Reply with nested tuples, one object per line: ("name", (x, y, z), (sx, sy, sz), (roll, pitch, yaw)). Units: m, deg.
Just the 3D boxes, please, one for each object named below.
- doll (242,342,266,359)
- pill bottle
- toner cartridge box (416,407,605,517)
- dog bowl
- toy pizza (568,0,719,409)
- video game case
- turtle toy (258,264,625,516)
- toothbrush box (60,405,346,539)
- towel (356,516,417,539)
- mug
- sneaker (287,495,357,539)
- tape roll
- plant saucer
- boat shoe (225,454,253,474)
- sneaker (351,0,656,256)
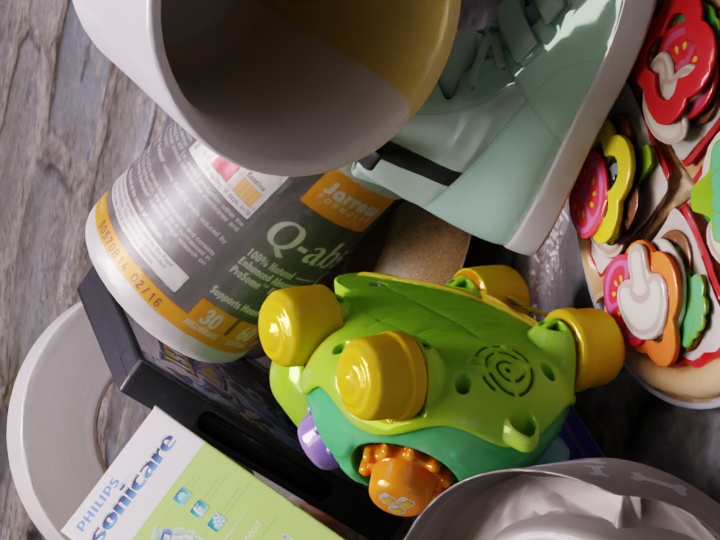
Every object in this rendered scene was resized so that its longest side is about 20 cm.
("doll", (-0.065, -0.039, 1.220), (0.048, 0.136, 0.201), (47, -139, -63))
("pill bottle", (-0.042, -0.054, 1.012), (0.200, 0.116, 0.117), (-44, 44, 20))
("toner cartridge box", (0.073, 0.106, 0.975), (0.095, 0.043, 0.200), (-59, 37, 26))
("dog bowl", (0.105, 0.172, 0.828), (0.200, 0.059, 0.201), (14, 112, 38))
("toy pizza", (0.142, -0.038, 0.863), (0.200, 0.032, 0.201), (-179, 90, -65))
("video game case", (-0.075, 0.074, 1.135), (0.026, 0.181, 0.200), (-55, 21, 4))
("turtle toy", (0.024, 0.056, 0.921), (0.200, 0.145, 0.101), (27, 118, 56))
("toothbrush box", (-0.033, 0.174, 0.992), (0.200, 0.146, 0.086), (32, 80, 34))
("towel", (0.027, 0.227, 1.109), (0.191, 0.032, 0.201), (158, 109, -63))
("mug", (-0.042, -0.130, 0.875), (0.153, 0.186, 0.150), (27, 111, 55))
("sneaker", (-0.025, 0.233, 1.106), (0.080, 0.071, 0.200), (112, 157, -57))
("tape roll", (-0.125, 0.105, 1.238), (0.037, 0.202, 0.203), (159, 109, -63))
("plant saucer", (0.000, 0.000, 1.086), (0.200, 0.035, 0.201), (-52, 26, 38))
("boat shoe", (-0.092, 0.174, 1.165), (0.073, 0.063, 0.200), (-68, -29, -52))
("sneaker", (0.062, -0.110, 0.889), (0.074, 0.118, 0.201), (-86, 17, -65))
